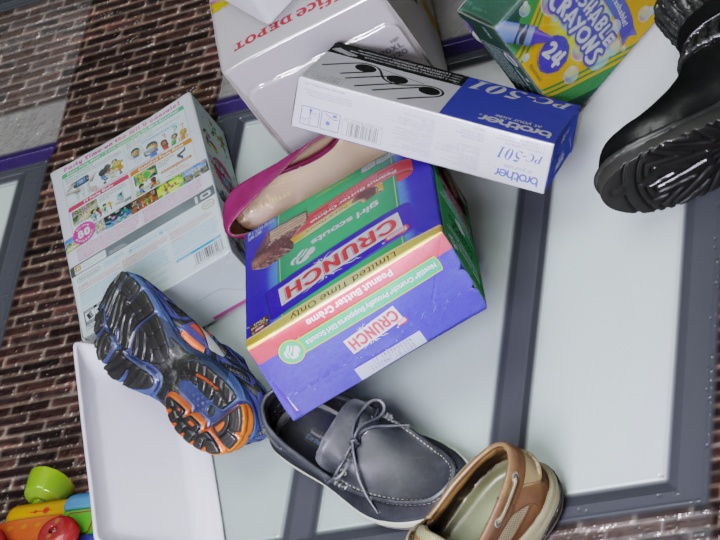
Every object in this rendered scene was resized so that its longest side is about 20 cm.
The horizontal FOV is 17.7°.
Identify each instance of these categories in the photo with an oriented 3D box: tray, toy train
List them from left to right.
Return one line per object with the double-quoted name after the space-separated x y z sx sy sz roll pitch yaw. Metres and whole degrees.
-0.261 0.202 1.795 0.200 0.085 0.116 -11 41 29 "toy train"
-0.165 0.142 1.767 0.022 0.107 0.200 -56 32 36 "tray"

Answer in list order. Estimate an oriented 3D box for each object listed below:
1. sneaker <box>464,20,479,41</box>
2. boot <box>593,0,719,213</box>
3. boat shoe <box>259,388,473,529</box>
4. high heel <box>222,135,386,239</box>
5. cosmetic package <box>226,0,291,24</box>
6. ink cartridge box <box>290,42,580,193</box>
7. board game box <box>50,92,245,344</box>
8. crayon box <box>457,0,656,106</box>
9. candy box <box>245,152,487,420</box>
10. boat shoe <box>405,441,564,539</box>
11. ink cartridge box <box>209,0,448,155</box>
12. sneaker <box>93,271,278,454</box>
0.150 -0.268 1.868 0.200 0.081 0.083 -52 38 -9 "sneaker"
0.242 -0.144 1.698 0.211 0.079 0.158 -28 51 -1 "boot"
0.000 0.131 1.672 0.200 0.062 0.075 22 70 42 "boat shoe"
-0.016 -0.079 1.822 0.200 0.067 0.096 -30 14 19 "high heel"
-0.081 -0.338 1.786 0.199 0.200 0.123 -47 47 -8 "cosmetic package"
0.057 -0.117 1.745 0.200 0.044 0.094 16 26 12 "ink cartridge box"
-0.171 -0.033 1.922 0.147 0.064 0.200 -29 46 13 "board game box"
0.180 -0.228 1.777 0.200 0.126 0.052 -50 44 -8 "crayon box"
0.000 0.000 1.716 0.169 0.077 0.200 -30 24 11 "candy box"
0.055 0.199 1.569 0.076 0.074 0.200 23 72 44 "boat shoe"
-0.029 -0.214 1.902 0.147 0.145 0.200 -26 45 15 "ink cartridge box"
-0.136 0.074 1.787 0.200 0.078 0.075 47 112 32 "sneaker"
